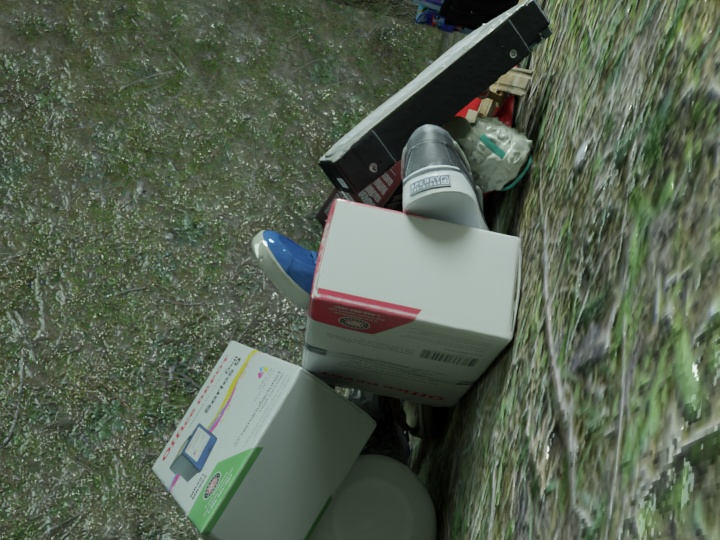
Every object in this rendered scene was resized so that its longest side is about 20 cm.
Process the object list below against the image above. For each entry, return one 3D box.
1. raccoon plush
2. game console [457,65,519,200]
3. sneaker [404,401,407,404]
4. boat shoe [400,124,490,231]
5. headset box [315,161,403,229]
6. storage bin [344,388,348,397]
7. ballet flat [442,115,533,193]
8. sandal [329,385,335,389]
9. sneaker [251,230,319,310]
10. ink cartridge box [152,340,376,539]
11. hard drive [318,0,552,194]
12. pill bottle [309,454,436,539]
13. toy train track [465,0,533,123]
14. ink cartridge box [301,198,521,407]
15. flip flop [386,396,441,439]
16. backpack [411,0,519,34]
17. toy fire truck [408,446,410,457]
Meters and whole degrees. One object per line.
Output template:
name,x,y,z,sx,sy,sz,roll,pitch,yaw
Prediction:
raccoon plush,-0.026,0.156,0.923,0.201,0.131,0.098,66,-162,-50
game console,0.126,-0.089,0.892,0.202,0.117,0.174,-76,-31,-41
sneaker,0.012,0.079,1.038,0.080,0.144,0.204,36,123,48
boat shoe,0.067,-0.046,0.684,0.200,0.070,0.069,56,-153,-64
headset box,0.049,-0.126,1.132,0.148,0.078,0.201,-27,-19,-44
storage bin,0.021,0.191,1.384,0.199,0.092,0.204,-85,8,-87
ballet flat,0.086,-0.109,0.742,0.200,0.070,0.073,-160,83,-75
sandal,-0.065,0.170,0.843,0.076,0.042,0.202,-55,17,44
sneaker,0.000,-0.001,0.812,0.111,0.199,0.077,-46,20,16
ink cartridge box,-0.092,0.153,0.738,0.147,0.087,0.199,-58,20,-11
hard drive,0.054,-0.140,0.706,0.199,0.038,0.140,-39,10,-1
pill bottle,0.001,0.244,0.780,0.201,0.110,0.114,102,-179,-65
toy train track,0.136,-0.227,0.804,0.203,0.032,0.115,-69,21,9
ink cartridge box,0.032,0.036,0.677,0.201,0.143,0.086,105,177,-66
flip flop,0.054,0.127,0.868,0.200,0.057,0.083,98,-173,-75
backpack,0.097,-0.360,0.937,0.135,0.196,0.186,104,178,-67
toy fire truck,0.001,0.285,1.035,0.169,0.111,0.201,-54,-13,-36
